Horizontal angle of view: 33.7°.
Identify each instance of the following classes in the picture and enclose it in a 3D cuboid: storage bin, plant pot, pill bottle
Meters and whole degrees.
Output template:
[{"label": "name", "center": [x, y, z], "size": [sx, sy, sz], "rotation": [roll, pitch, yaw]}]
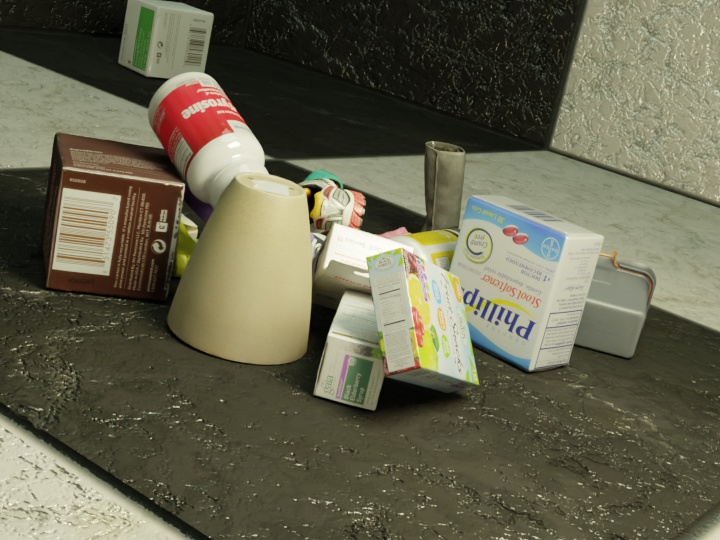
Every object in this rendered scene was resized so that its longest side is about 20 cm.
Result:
[{"label": "storage bin", "center": [0.362, 0.047, 1.855], "size": [0.197, 0.148, 0.135], "rotation": [14, 26, 4]}, {"label": "plant pot", "center": [-0.133, -0.013, 1.502], "size": [0.184, 0.203, 0.188], "rotation": [14, 17, -4]}, {"label": "pill bottle", "center": [0.085, 0.001, 1.802], "size": [0.113, 0.116, 0.199], "rotation": [22, 18, 31]}, {"label": "pill bottle", "center": [-0.197, -0.163, 1.588], "size": [0.111, 0.113, 0.201], "rotation": [-2, 44, -42]}]

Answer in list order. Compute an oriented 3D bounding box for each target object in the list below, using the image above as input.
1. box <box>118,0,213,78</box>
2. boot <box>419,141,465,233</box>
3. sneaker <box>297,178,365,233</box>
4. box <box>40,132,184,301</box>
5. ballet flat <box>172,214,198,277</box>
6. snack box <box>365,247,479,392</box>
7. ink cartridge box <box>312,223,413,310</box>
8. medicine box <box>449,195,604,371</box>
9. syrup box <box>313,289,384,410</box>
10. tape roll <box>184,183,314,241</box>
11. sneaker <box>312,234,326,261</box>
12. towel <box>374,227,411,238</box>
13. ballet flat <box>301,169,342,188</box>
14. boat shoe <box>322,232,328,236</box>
[{"label": "box", "center": [-0.554, -0.659, 3.388], "size": [0.198, 0.202, 0.170], "rotation": [-2, 21, -42]}, {"label": "boot", "center": [0.166, -0.111, 2.092], "size": [0.072, 0.203, 0.181], "rotation": [-4, 23, -44]}, {"label": "sneaker", "center": [-0.067, -0.095, 1.631], "size": [0.081, 0.079, 0.199], "rotation": [14, -2, -27]}, {"label": "box", "center": [-0.342, -0.076, 1.620], "size": [0.161, 0.169, 0.200], "rotation": [6, 18, -19]}, {"label": "ballet flat", "center": [-0.269, -0.046, 1.764], "size": [0.066, 0.068, 0.200], "rotation": [-1, 26, -20]}, {"label": "snack box", "center": [0.077, 0.063, 1.428], "size": [0.052, 0.145, 0.199], "rotation": [-14, -17, 21]}, {"label": "ink cartridge box", "center": [0.000, 0.000, 1.586], "size": [0.115, 0.068, 0.200], "rotation": [16, -19, -8]}, {"label": "medicine box", "center": [0.226, 0.015, 1.707], "size": [0.181, 0.203, 0.102], "rotation": [25, 18, 38]}, {"label": "syrup box", "center": [-0.001, 0.095, 1.475], "size": [0.080, 0.080, 0.200], "rotation": [14, 16, 1]}, {"label": "tape roll", "center": [-0.163, -0.081, 1.722], "size": [0.199, 0.066, 0.200], "rotation": [37, 7, -5]}, {"label": "sneaker", "center": [-0.067, -0.011, 1.788], "size": [0.127, 0.081, 0.199], "rotation": [13, 15, 5]}, {"label": "towel", "center": [0.082, -0.026, 2.038], "size": [0.145, 0.030, 0.199], "rotation": [-6, 25, -40]}, {"label": "ballet flat", "center": [-0.097, -0.096, 1.924], "size": [0.070, 0.068, 0.200], "rotation": [13, 47, 39]}, {"label": "boat shoe", "center": [-0.062, -0.058, 2.000], "size": [0.076, 0.072, 0.200], "rotation": [18, 16, -45]}]
